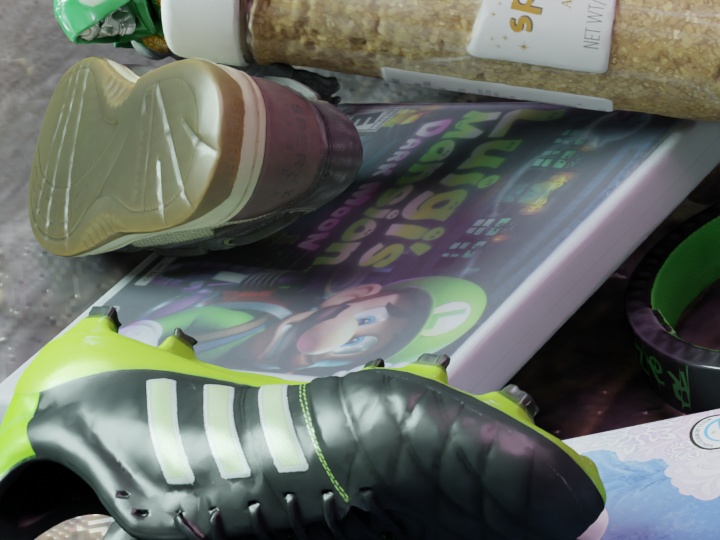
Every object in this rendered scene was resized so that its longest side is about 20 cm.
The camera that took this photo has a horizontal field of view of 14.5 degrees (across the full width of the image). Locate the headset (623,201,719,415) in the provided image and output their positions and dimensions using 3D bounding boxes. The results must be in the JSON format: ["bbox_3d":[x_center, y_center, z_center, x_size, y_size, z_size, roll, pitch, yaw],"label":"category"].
[{"bbox_3d":[0.188,0.003,0.935,0.199,0.094,0.124,-23,27,-2],"label":"headset"}]

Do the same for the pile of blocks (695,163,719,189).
[{"bbox_3d":[0.128,-0.113,1.039,0.082,0.062,0.201,26,71,-3],"label":"pile of blocks"}]

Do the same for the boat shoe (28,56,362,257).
[{"bbox_3d":[-0.060,-0.035,0.965,0.066,0.072,0.201,11,-5,-23],"label":"boat shoe"}]

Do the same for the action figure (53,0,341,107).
[{"bbox_3d":[-0.016,-0.100,1.019,0.199,0.118,0.055,-5,56,-22],"label":"action figure"}]

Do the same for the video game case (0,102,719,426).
[{"bbox_3d":[0.000,0.000,0.943,0.181,0.023,0.200,3,34,41],"label":"video game case"}]

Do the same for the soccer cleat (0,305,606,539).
[{"bbox_3d":[-0.023,0.063,0.790,0.199,0.068,0.081,7,59,36],"label":"soccer cleat"}]

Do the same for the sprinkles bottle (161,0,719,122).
[{"bbox_3d":[0.037,-0.091,0.927,0.199,0.068,0.068,8,40,7],"label":"sprinkles bottle"}]

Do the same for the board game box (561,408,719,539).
[{"bbox_3d":[0.031,0.114,0.760,0.198,0.044,0.200,-11,24,10],"label":"board game box"}]
